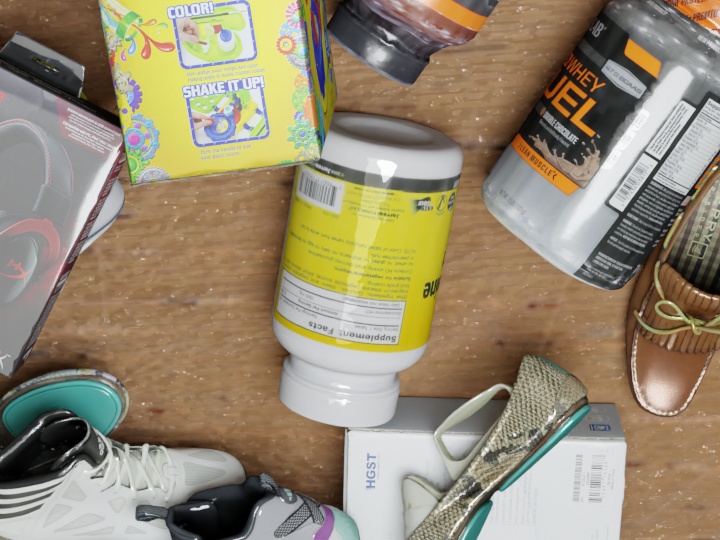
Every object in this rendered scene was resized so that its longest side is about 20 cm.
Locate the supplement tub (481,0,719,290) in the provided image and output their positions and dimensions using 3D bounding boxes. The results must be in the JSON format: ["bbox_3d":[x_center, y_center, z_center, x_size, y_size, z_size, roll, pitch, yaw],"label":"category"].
[{"bbox_3d":[0.181,-0.097,1.156,0.122,0.123,0.200,33,104,-7],"label":"supplement tub"}]

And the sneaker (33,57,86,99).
[{"bbox_3d":[-0.283,-0.106,1.210,0.199,0.074,0.084,3,135,-3],"label":"sneaker"}]

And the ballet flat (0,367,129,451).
[{"bbox_3d":[-0.243,0.115,1.260,0.200,0.072,0.072,-34,102,23],"label":"ballet flat"}]

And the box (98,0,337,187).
[{"bbox_3d":[-0.091,-0.176,1.104,0.121,0.200,0.193,-7,107,4],"label":"box"}]

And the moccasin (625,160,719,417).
[{"bbox_3d":[0.236,0.010,1.208,0.073,0.078,0.202,20,106,-4],"label":"moccasin"}]

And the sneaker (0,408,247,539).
[{"bbox_3d":[-0.165,0.145,1.195,0.200,0.076,0.116,-8,147,-22],"label":"sneaker"}]

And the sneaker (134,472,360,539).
[{"bbox_3d":[-0.112,0.209,1.207,0.200,0.078,0.140,-44,122,15],"label":"sneaker"}]

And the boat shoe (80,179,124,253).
[{"bbox_3d":[-0.242,-0.005,1.236,0.199,0.074,0.065,-27,133,17],"label":"boat shoe"}]

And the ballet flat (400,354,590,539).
[{"bbox_3d":[0.075,0.142,1.189,0.075,0.068,0.200,38,100,14],"label":"ballet flat"}]

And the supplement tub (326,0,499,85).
[{"bbox_3d":[0.059,-0.222,1.134,0.107,0.107,0.200,32,106,-7],"label":"supplement tub"}]

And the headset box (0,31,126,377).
[{"bbox_3d":[-0.245,-0.055,1.133,0.148,0.075,0.201,27,95,-6],"label":"headset box"}]

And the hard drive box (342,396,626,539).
[{"bbox_3d":[0.087,0.177,1.264,0.199,0.077,0.157,3,106,1],"label":"hard drive box"}]

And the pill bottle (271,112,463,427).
[{"bbox_3d":[0.000,0.000,1.198,0.112,0.112,0.201,10,107,-1],"label":"pill bottle"}]
